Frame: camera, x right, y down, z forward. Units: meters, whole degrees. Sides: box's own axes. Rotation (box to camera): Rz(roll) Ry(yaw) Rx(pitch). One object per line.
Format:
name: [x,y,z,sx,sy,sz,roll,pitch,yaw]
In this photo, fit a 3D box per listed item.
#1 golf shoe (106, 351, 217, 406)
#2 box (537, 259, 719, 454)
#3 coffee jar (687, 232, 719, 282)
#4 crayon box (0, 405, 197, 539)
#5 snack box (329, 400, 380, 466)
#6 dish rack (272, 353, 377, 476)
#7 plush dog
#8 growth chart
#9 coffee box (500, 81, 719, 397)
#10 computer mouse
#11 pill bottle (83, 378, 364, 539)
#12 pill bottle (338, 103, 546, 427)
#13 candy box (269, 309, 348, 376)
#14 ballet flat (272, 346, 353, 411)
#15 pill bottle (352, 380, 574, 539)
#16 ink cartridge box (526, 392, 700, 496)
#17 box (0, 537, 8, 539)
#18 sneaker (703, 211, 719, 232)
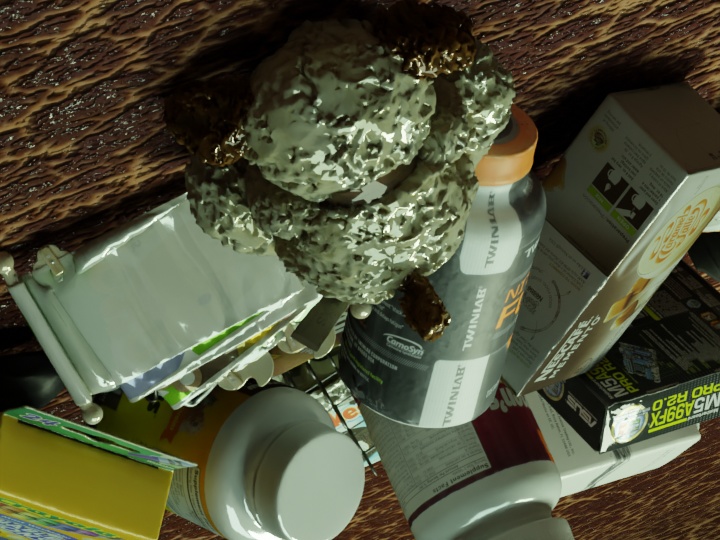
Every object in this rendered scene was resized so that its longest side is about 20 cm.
golf shoe: [-0.139,0.054,1.570,0.077,0.095,0.200,-15,164,-27]
box: [0.184,0.041,1.779,0.159,0.200,0.045,-15,129,-27]
coffee jar: [0.336,-0.062,1.834,0.199,0.086,0.104,-31,165,24]
crayon box: [-0.207,0.136,1.561,0.125,0.052,0.200,22,161,-28]
snack box: [-0.030,0.121,1.949,0.199,0.037,0.116,-25,140,10]
dish rack: [-0.014,0.098,1.791,0.199,0.055,0.154,-32,126,-1]
plush dog: [-0.007,-0.063,1.322,0.199,0.161,0.172,-23,140,4]
growth chart: [-0.102,0.015,1.463,0.199,0.146,0.018,-23,-155,-3]
coffee box: [0.158,-0.021,1.618,0.114,0.080,0.200,-12,143,-55]
computer mouse: [-0.280,0.086,1.564,0.198,0.034,0.059,-10,167,-18]
pill bottle: [-0.090,0.119,1.647,0.109,0.110,0.199,-7,-163,-41]
pill bottle: [0.053,-0.010,1.509,0.106,0.106,0.201,-12,133,-31]
candy box: [0.000,0.000,1.645,0.199,0.056,0.115,-27,163,12]
ballet flat: [-0.045,0.078,1.847,0.199,0.072,0.072,-23,164,-4]
pill bottle: [0.071,0.126,1.674,0.109,0.201,0.110,-22,162,-8]
ink cartridge box: [0.162,0.110,2.044,0.199,0.146,0.084,-13,161,-28]
box: [-0.300,0.186,1.771,0.120,0.033,0.200,-23,145,0]
sneaker: [0.288,-0.103,1.693,0.199,0.076,0.092,-34,154,12]
